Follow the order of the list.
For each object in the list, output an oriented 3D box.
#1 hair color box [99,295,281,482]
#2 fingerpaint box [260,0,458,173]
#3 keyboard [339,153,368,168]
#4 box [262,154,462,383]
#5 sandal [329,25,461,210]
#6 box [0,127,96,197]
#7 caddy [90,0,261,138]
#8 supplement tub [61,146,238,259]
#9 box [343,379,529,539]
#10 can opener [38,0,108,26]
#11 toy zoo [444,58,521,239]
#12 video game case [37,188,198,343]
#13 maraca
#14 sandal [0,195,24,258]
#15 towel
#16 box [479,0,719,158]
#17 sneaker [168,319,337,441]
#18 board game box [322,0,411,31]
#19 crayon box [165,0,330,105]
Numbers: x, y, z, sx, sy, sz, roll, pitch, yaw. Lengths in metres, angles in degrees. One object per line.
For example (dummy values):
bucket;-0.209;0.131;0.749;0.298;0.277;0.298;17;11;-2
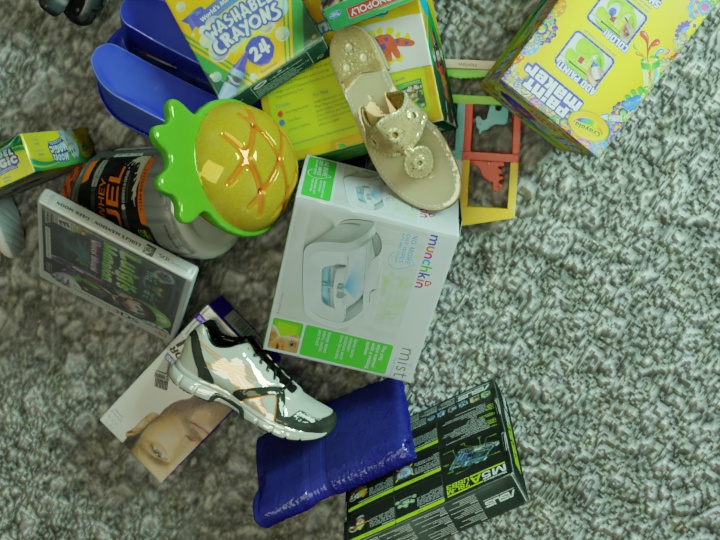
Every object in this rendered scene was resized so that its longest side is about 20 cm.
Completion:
hair color box;-0.202;0.141;1.217;0.109;0.065;0.200;44;104;-1
fingerpaint box;-0.009;-0.213;1.103;0.197;0.073;0.170;-14;86;19
keyboard;-0.001;-0.172;1.159;0.102;0.040;0.204;13;95;19
box;0.000;0.000;1.104;0.173;0.097;0.202;14;124;-4
sandal;0.022;-0.151;1.016;0.077;0.069;0.214;-32;81;17
box;-0.384;-0.116;1.137;0.116;0.200;0.049;-20;95;11
caddy;-0.206;-0.215;1.147;0.198;0.105;0.143;27;79;4
supplement tub;-0.232;-0.076;1.134;0.197;0.122;0.125;1;100;36
box;0.077;0.220;1.118;0.198;0.194;0.048;-27;113;11
can opener;-0.298;-0.376;1.158;0.063;0.079;0.203;23;92;13
toy zoo;0.114;-0.133;1.149;0.129;0.020;0.204;3;99;8
video game case;-0.276;0.002;1.144;0.180;0.200;0.024;27;61;-4
maraca;-0.133;-0.103;1.007;0.106;0.199;0.140;-12;84;32
sandal;-0.462;-0.110;1.212;0.058;0.079;0.210;-14;98;8
towel;-0.029;0.209;1.165;0.198;0.148;0.050;-27;118;11
box;0.230;-0.227;1.014;0.121;0.200;0.194;36;97;-5
sneaker;-0.113;0.123;1.136;0.197;0.074;0.081;24;100;0
board game box;0.021;-0.331;1.055;0.132;0.202;0.029;-18;131;11
crayon box;-0.133;-0.283;1.070;0.125;0.052;0.202;-31;79;4
